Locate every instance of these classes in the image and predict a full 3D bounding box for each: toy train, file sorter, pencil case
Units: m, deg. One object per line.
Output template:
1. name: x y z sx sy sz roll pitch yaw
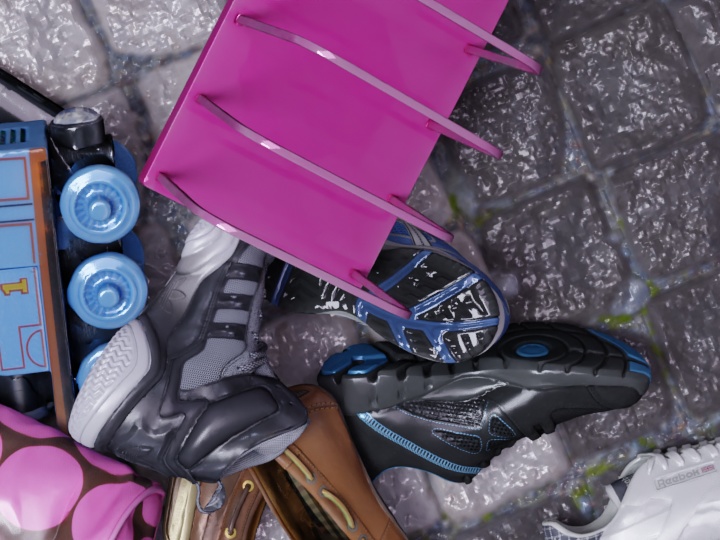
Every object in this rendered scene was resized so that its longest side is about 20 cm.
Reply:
1. toy train: -0.181 0.006 1.028 0.113 0.087 0.202 -5 110 -7
2. file sorter: 0.003 -0.095 0.899 0.138 0.125 0.201 26 94 -22
3. pencil case: -0.213 0.125 0.994 0.198 0.094 0.091 21 119 3

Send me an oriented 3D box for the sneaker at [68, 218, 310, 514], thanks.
1. sneaker: -0.065 0.039 0.980 0.113 0.076 0.201 35 66 1

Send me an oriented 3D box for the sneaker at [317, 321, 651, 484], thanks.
1. sneaker: 0.076 0.082 1.065 0.198 0.073 0.083 -5 108 6

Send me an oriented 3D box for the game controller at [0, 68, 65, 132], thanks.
1. game controller: -0.260 -0.087 1.070 0.199 0.042 0.105 33 106 -1

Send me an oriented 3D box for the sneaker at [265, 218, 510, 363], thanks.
1. sneaker: 0.000 0.000 1.050 0.199 0.077 0.076 30 99 20

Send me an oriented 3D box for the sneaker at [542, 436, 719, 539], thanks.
1. sneaker: 0.206 0.134 1.060 0.199 0.076 0.081 -34 82 -1

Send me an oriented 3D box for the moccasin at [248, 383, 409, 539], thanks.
1. moccasin: -0.011 0.167 1.037 0.078 0.073 0.203 -41 117 -41

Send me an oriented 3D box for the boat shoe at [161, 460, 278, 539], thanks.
1. boat shoe: -0.089 0.197 1.058 0.067 0.072 0.202 8 89 1
